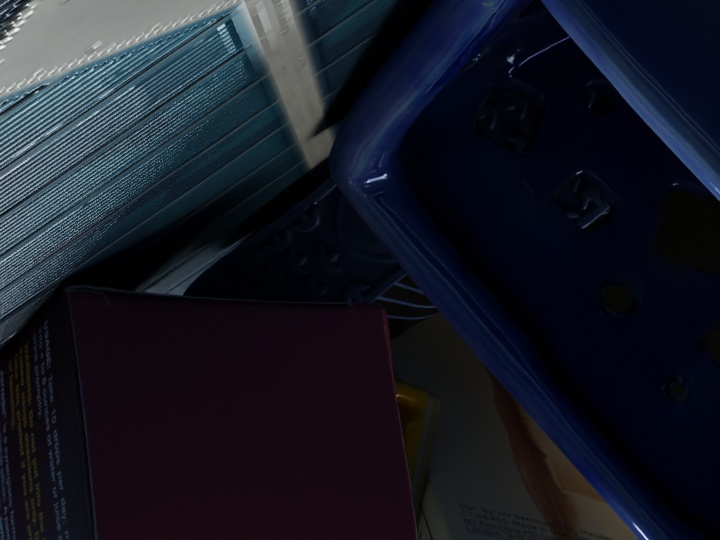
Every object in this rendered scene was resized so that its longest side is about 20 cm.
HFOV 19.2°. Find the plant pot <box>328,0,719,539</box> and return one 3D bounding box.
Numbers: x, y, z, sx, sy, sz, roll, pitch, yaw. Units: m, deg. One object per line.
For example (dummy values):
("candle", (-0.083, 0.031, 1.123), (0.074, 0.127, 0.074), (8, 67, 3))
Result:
("plant pot", (0.134, -0.037, 0.604), (0.180, 0.200, 0.200), (-40, 177, -20))

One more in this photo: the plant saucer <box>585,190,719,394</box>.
("plant saucer", (0.144, -0.005, 0.779), (0.199, 0.035, 0.201), (-17, -138, 16))

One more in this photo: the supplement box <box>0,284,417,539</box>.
("supplement box", (-0.078, 0.084, 0.707), (0.110, 0.086, 0.200), (4, 154, -29))

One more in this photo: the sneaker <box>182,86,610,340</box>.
("sneaker", (0.025, -0.022, 0.757), (0.200, 0.070, 0.078), (-29, 180, 17))

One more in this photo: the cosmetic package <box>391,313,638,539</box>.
("cosmetic package", (0.032, 0.094, 0.795), (0.104, 0.087, 0.200), (-64, -156, 27))

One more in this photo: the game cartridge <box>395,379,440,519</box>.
("game cartridge", (-0.044, 0.129, 0.791), (0.032, 0.177, 0.200), (17, 168, -24))
